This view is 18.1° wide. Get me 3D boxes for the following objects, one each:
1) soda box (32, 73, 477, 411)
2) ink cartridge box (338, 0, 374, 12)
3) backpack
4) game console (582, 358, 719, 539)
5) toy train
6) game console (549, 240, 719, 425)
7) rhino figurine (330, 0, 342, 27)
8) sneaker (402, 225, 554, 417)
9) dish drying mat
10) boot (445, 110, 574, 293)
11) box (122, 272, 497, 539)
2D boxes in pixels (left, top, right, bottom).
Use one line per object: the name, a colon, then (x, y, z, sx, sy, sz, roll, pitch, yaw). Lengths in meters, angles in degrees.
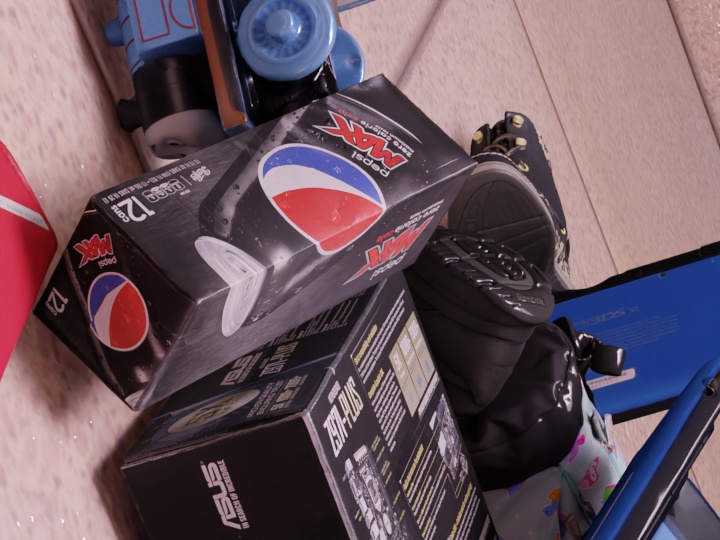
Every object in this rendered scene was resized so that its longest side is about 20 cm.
soda box: (-0.039, -0.016, 0.944, 0.063, 0.071, 0.200, 44, 39, 15)
ink cartridge box: (-0.002, -0.201, 1.334, 0.200, 0.115, 0.067, -17, 90, -73)
backpack: (0.070, 0.126, 1.205, 0.200, 0.166, 0.127, 62, 39, -39)
game console: (0.146, 0.173, 1.065, 0.200, 0.118, 0.171, -53, 173, -33)
toy train: (-0.069, -0.140, 1.055, 0.087, 0.114, 0.201, 43, 33, -71)
game console: (0.169, 0.065, 1.465, 0.171, 0.199, 0.119, -89, 155, -47)
rhino figurine: (-0.031, -0.117, 1.249, 0.088, 0.059, 0.201, -100, 168, -60)
sneaker: (0.000, 0.000, 1.127, 0.200, 0.091, 0.076, 37, 26, 31)
dish drying mat: (-0.149, 0.016, 0.808, 0.200, 0.018, 0.077, -80, 149, -58)
boot: (0.099, -0.056, 1.593, 0.204, 0.073, 0.154, 58, 18, -51)
box: (-0.013, 0.110, 1.001, 0.200, 0.086, 0.165, -59, 131, -68)
